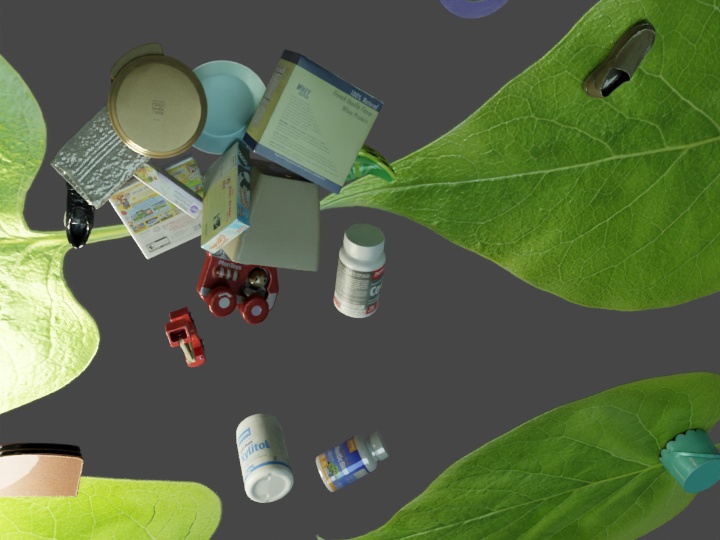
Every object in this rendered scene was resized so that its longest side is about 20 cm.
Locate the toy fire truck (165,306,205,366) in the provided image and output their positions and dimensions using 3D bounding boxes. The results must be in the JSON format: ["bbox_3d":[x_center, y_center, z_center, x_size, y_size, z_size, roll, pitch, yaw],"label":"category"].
[{"bbox_3d":[-0.404,0.166,1.831,0.048,0.142,0.203,-17,130,-6],"label":"toy fire truck"}]

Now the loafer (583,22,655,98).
[{"bbox_3d":[0.593,-0.463,1.768,0.075,0.068,0.201,26,114,-34],"label":"loafer"}]

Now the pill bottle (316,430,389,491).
[{"bbox_3d":[-0.021,0.546,2.280,0.197,0.113,0.113,-29,130,3],"label":"pill bottle"}]

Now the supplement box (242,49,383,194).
[{"bbox_3d":[-0.097,-0.295,1.555,0.197,0.134,0.203,24,99,-25],"label":"supplement box"}]

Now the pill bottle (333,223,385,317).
[{"bbox_3d":[0.000,0.000,1.872,0.111,0.115,0.203,-4,128,-17],"label":"pill bottle"}]

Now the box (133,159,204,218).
[{"bbox_3d":[-0.407,-0.182,1.601,0.199,0.042,0.039,36,103,-22],"label":"box"}]

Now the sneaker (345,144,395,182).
[{"bbox_3d":[-0.015,-0.234,1.720,0.196,0.075,0.085,18,117,-20],"label":"sneaker"}]

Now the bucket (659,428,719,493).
[{"bbox_3d":[1.196,0.685,2.815,0.202,0.136,0.211,-11,129,-14],"label":"bucket"}]

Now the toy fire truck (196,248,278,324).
[{"bbox_3d":[-0.273,0.017,1.800,0.196,0.112,0.171,14,102,-30],"label":"toy fire truck"}]

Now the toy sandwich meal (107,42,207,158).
[{"bbox_3d":[-0.386,-0.315,1.480,0.200,0.070,0.210,-5,107,-16],"label":"toy sandwich meal"}]

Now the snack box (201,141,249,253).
[{"bbox_3d":[-0.271,-0.148,1.585,0.115,0.204,0.037,-31,138,33],"label":"snack box"}]

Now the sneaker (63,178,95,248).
[{"bbox_3d":[-0.557,-0.138,1.580,0.074,0.088,0.203,1,125,-20],"label":"sneaker"}]

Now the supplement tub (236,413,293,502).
[{"bbox_3d":[-0.257,0.500,2.100,0.129,0.201,0.134,-10,129,-13],"label":"supplement tub"}]

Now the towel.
[{"bbox_3d":[-0.489,-0.231,1.526,0.199,0.034,0.133,-42,108,0],"label":"towel"}]

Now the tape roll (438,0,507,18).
[{"bbox_3d":[0.216,-0.601,1.516,0.195,0.086,0.203,-11,129,-13],"label":"tape roll"}]

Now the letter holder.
[{"bbox_3d":[-0.796,0.475,1.951,0.196,0.101,0.144,7,121,-24],"label":"letter holder"}]

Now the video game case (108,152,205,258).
[{"bbox_3d":[-0.410,-0.135,1.680,0.196,0.023,0.184,-24,130,0],"label":"video game case"}]

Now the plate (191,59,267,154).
[{"bbox_3d":[-0.279,-0.329,1.579,0.195,0.026,0.203,-11,129,-13],"label":"plate"}]

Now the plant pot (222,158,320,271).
[{"bbox_3d":[-0.190,-0.128,1.658,0.196,0.200,0.181,6,108,-31],"label":"plant pot"}]
